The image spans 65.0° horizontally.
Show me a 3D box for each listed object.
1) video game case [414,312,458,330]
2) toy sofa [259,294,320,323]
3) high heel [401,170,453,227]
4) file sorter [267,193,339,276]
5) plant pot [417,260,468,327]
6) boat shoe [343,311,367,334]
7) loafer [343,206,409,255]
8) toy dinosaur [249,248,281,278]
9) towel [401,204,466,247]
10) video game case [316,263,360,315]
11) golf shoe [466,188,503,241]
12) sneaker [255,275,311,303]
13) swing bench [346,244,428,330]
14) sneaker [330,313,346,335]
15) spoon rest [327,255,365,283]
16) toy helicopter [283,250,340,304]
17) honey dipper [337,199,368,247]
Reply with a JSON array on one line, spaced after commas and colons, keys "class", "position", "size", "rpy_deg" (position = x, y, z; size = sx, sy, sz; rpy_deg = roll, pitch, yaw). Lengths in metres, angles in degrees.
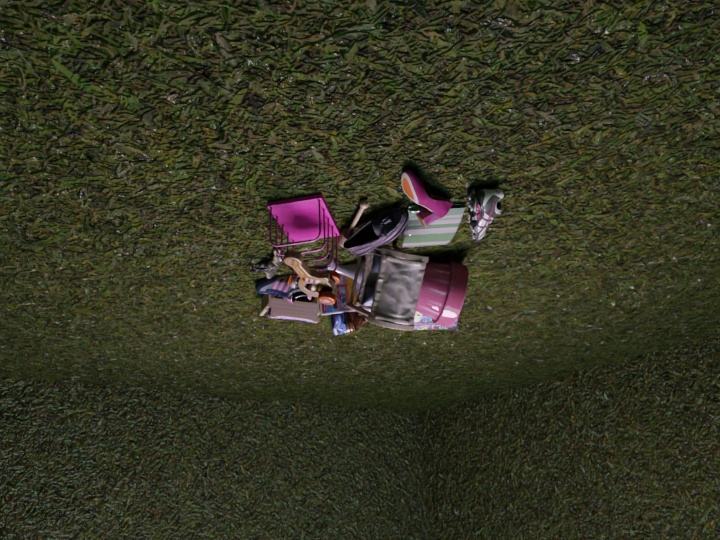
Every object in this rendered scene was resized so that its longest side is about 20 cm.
[{"class": "video game case", "position": [0.243, 0.122, 1.939], "size": [0.197, 0.036, 0.183], "rpy_deg": [-2, 121, -5]}, {"class": "toy sofa", "position": [-0.242, 0.137, 1.944], "size": [0.198, 0.099, 0.083], "rpy_deg": [8, 154, -27]}, {"class": "high heel", "position": [0.162, -0.187, 1.340], "size": [0.096, 0.067, 0.201], "rpy_deg": [-38, 137, -3]}, {"class": "file sorter", "position": [-0.139, -0.080, 1.432], "size": [0.137, 0.127, 0.200], "rpy_deg": [-7, 156, 9]}, {"class": "plant pot", "position": [0.214, 0.056, 1.730], "size": [0.177, 0.202, 0.200], "rpy_deg": [15, 154, -4]}, {"class": "boat shoe", "position": [-0.013, 0.142, 1.787], "size": [0.067, 0.073, 0.200], "rpy_deg": [-8, -165, 6]}, {"class": "loafer", "position": [0.037, -0.098, 1.450], "size": [0.199, 0.073, 0.063], "rpy_deg": [-35, 155, 34]}, {"class": "toy dinosaur", "position": [-0.283, -0.008, 1.681], "size": [0.087, 0.048, 0.200], "rpy_deg": [-2, 160, -20]}, {"class": "towel", "position": [0.189, -0.119, 1.519], "size": [0.150, 0.024, 0.201], "rpy_deg": [-3, 155, -4]}, {"class": "video game case", "position": [-0.032, 0.053, 1.727], "size": [0.197, 0.145, 0.017], "rpy_deg": [-8, 173, 10]}, {"class": "golf shoe", "position": [0.316, -0.138, 1.431], "size": [0.087, 0.078, 0.200], "rpy_deg": [-13, 156, 4]}, {"class": "sneaker", "position": [-0.243, 0.065, 1.799], "size": [0.197, 0.083, 0.070], "rpy_deg": [-9, 156, 13]}, {"class": "swing bench", "position": [0.070, 0.036, 1.539], "size": [0.128, 0.202, 0.200], "rpy_deg": [8, -172, -25]}, {"class": "sneaker", "position": [-0.070, 0.191, 2.127], "size": [0.081, 0.075, 0.200], "rpy_deg": [-5, 164, 0]}, {"class": "spoon rest", "position": [0.000, 0.000, 1.693], "size": [0.197, 0.101, 0.061], "rpy_deg": [12, 165, 1]}, {"class": "toy helicopter", "position": [-0.142, 0.011, 1.420], "size": [0.130, 0.080, 0.200], "rpy_deg": [-2, 148, 24]}, {"class": "honey dipper", "position": [-0.018, -0.123, 1.468], "size": [0.037, 0.038, 0.200], "rpy_deg": [4, 153, -15]}]
